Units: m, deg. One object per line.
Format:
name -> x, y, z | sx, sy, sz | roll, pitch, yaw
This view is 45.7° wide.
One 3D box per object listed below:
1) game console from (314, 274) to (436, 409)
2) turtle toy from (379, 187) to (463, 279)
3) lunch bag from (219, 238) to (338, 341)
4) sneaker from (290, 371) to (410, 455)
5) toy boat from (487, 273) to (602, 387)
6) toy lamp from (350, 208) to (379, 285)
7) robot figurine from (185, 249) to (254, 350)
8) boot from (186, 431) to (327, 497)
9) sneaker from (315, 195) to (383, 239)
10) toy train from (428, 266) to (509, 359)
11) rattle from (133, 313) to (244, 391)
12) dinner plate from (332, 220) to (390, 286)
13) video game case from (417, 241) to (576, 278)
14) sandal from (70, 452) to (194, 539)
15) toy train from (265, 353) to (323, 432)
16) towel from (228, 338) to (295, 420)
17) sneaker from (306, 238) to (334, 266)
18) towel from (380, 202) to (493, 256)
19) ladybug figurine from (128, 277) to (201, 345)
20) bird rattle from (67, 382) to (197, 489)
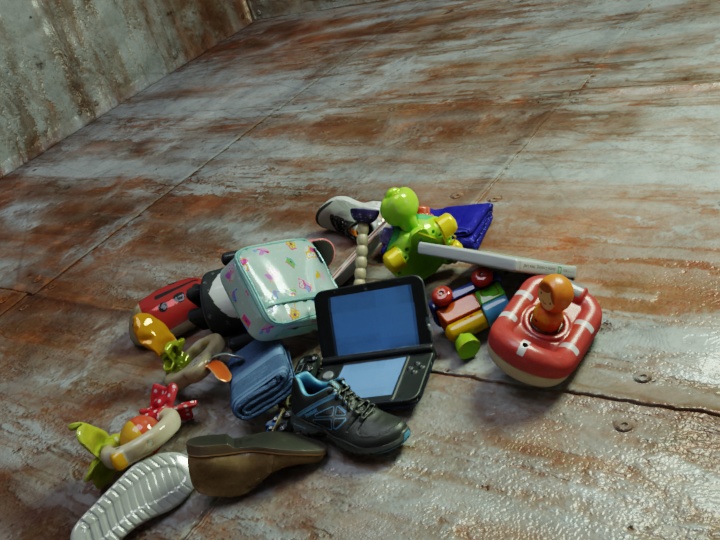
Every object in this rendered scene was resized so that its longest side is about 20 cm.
game console -> 0.004, 0.114, 1.292 | 0.196, 0.120, 0.172 | -11, 28, 27
turtle toy -> 0.090, -0.059, 1.473 | 0.144, 0.201, 0.102 | -32, 51, -6
lunch bag -> -0.123, 0.033, 1.428 | 0.198, 0.162, 0.077 | -10, -28, -47
sneaker -> -0.022, 0.199, 1.196 | 0.196, 0.084, 0.073 | 8, 22, 31
toy boat -> 0.262, 0.062, 1.192 | 0.129, 0.133, 0.200 | 25, 48, 22
toy lamp -> 0.000, 0.000, 1.440 | 0.057, 0.205, 0.058 | 6, -1, 0
robot figurine -> -0.215, 0.049, 1.546 | 0.195, 0.154, 0.125 | -13, 17, 10
boot -> -0.143, 0.271, 1.198 | 0.195, 0.078, 0.074 | -2, 4, -3
sneaker -> -0.019, -0.102, 1.744 | 0.197, 0.075, 0.080 | 6, 42, 38
toy train -> 0.144, 0.090, 1.316 | 0.197, 0.085, 0.117 | -25, 45, 1
rattle -> -0.287, 0.120, 1.420 | 0.128, 0.146, 0.199 | -25, 7, -22
dinner plate -> 0.000, -0.027, 1.566 | 0.200, 0.024, 0.200 | -47, 2, 2
video game case -> 0.222, -0.016, 1.389 | 0.197, 0.023, 0.180 | 12, 5, 44
sandal -> -0.321, 0.328, 1.210 | 0.201, 0.083, 0.050 | -31, -13, -33
toy train -> -0.105, 0.198, 1.318 | 0.045, 0.035, 0.201 | -11, 29, 23
towel -> -0.158, 0.168, 1.360 | 0.110, 0.049, 0.200 | -33, 20, 0
sneaker -> -0.147, -0.009, 1.686 | 0.196, 0.075, 0.087 | -20, 14, -9
towel -> 0.145, -0.083, 1.629 | 0.196, 0.050, 0.148 | -3, 33, 28
ladybug figurine -> -0.362, 0.073, 1.659 | 0.197, 0.073, 0.136 | -27, 29, -13
bird rattle -> -0.328, 0.252, 1.293 | 0.197, 0.115, 0.162 | -22, 10, -26
